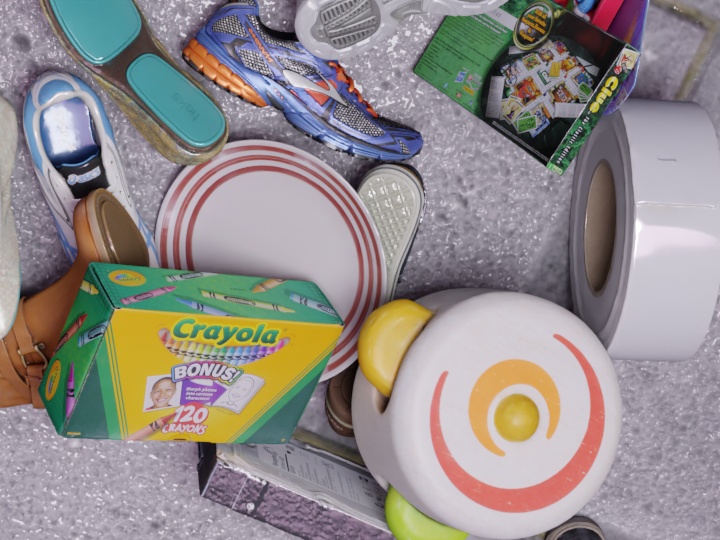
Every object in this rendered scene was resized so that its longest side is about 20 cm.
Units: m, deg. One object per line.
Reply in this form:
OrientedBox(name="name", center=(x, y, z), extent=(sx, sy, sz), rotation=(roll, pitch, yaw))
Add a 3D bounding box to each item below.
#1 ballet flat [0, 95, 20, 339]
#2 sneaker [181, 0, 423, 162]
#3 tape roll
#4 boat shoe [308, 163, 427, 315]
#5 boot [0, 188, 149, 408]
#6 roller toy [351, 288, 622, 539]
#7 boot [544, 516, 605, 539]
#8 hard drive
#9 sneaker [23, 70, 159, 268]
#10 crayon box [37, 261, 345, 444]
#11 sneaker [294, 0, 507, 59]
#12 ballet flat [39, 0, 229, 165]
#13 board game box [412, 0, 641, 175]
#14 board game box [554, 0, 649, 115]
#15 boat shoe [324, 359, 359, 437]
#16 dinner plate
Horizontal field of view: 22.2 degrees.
OrientedBox(name="ballet flat", center=(-0.293, -0.044, 1.365), extent=(0.067, 0.062, 0.201), rotation=(-12, 70, 21))
OrientedBox(name="sneaker", center=(-0.035, -0.145, 1.408), extent=(0.200, 0.075, 0.079), rotation=(28, 96, -14))
OrientedBox(name="tape roll", center=(0.215, -0.031, 1.396), extent=(0.071, 0.202, 0.203), rotation=(3, 104, -6))
OrientedBox(name="boat shoe", center=(0.000, 0.000, 1.452), extent=(0.074, 0.062, 0.200), rotation=(27, 115, 5))
OrientedBox(name="boot", center=(-0.236, 0.032, 1.399), extent=(0.154, 0.074, 0.200), rotation=(-3, 122, 12))
OrientedBox(name="roller toy", center=(0.095, 0.103, 1.370), extent=(0.182, 0.140, 0.201), rotation=(-17, 95, -17))
OrientedBox(name="boot", center=(0.201, 0.320, 1.507), extent=(0.073, 0.151, 0.201), rotation=(-8, 104, -4))
OrientedBox(name="hard drive", center=(-0.033, 0.178, 1.452), extent=(0.200, 0.140, 0.038), rotation=(24, 100, -11))
OrientedBox(name="sneaker", center=(-0.208, -0.056, 1.409), extent=(0.072, 0.072, 0.200), rotation=(-21, 108, -2))
OrientedBox(name="crayon box", center=(-0.124, 0.064, 1.358), extent=(0.200, 0.058, 0.119), rotation=(5, 123, -35))
OrientedBox(name="sneaker", center=(0.038, -0.235, 1.378), extent=(0.199, 0.100, 0.078), rotation=(-17, 131, -1))
OrientedBox(name="ballet flat", center=(-0.179, -0.158, 1.388), extent=(0.071, 0.071, 0.200), rotation=(-42, 91, 5))
OrientedBox(name="board game box", center=(0.119, -0.154, 1.361), extent=(0.023, 0.200, 0.105), rotation=(24, 102, -37))
OrientedBox(name="board game box", center=(0.171, -0.218, 1.366), extent=(0.039, 0.158, 0.201), rotation=(4, 104, -13))
OrientedBox(name="boat shoe", center=(0.063, 0.085, 1.484), extent=(0.202, 0.075, 0.075), rotation=(-13, 63, -16))
OrientedBox(name="dinner plate", center=(-0.069, -0.006, 1.430), extent=(0.200, 0.024, 0.201), rotation=(8, 111, 21))
